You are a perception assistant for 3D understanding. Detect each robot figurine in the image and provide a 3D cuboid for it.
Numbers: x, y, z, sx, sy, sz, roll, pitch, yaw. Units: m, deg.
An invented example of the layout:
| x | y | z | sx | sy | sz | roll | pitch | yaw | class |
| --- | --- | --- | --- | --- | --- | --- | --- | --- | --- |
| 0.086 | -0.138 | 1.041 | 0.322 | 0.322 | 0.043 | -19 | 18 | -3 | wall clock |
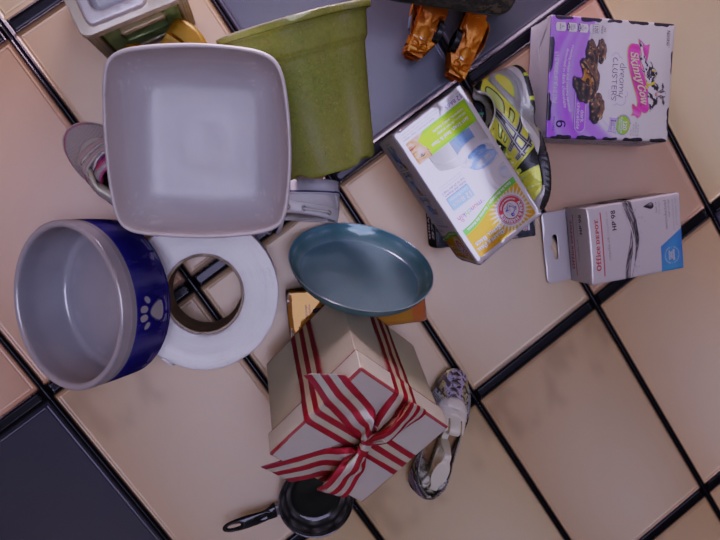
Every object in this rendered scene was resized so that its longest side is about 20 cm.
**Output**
| x | y | z | sx | sy | sz | roll | pitch | yaw | class |
| --- | --- | --- | --- | --- | --- | --- | --- | --- | --- |
| 0.138 | -0.382 | 0.845 | 0.143 | 0.058 | 0.203 | 22 | 92 | -12 | robot figurine |

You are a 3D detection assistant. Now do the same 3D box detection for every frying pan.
| x | y | z | sx | sy | sz | roll | pitch | yaw | class |
| --- | --- | --- | --- | --- | --- | --- | --- | --- | --- |
| -0.096 | 0.363 | 0.893 | 0.189 | 0.031 | 0.116 | -35 | 101 | -2 | frying pan |

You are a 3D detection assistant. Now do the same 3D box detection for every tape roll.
| x | y | z | sx | sy | sz | roll | pitch | yaw | class |
| --- | --- | --- | --- | --- | --- | --- | --- | --- | --- |
| -0.211 | 0.029 | 0.818 | 0.198 | 0.071 | 0.207 | -1 | 96 | -11 | tape roll |

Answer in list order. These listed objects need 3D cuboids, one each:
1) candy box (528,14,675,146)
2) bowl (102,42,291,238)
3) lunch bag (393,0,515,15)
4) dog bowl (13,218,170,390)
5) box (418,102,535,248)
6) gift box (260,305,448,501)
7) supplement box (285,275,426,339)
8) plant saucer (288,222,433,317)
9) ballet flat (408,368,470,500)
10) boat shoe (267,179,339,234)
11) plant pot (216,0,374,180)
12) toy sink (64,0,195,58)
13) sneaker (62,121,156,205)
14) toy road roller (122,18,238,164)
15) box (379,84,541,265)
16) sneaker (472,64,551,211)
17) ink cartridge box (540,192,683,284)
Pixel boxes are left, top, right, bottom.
| x | y | z | sx | sy | sz | roll | pitch | yaw | class |
| --- | --- | --- | --- | --- | --- | --- | --- | --- | --- |
| 0.353 | -0.276 | 0.888 | 0.195 | 0.072 | 0.172 | -1 | 96 | -10 | candy box |
| -0.176 | -0.143 | 0.673 | 0.195 | 0.075 | 0.204 | -1 | 103 | -6 | bowl |
| 0.120 | -0.433 | 0.742 | 0.195 | 0.140 | 0.171 | 6 | 72 | -1 | lunch bag |
| -0.333 | 0.038 | 0.741 | 0.196 | 0.078 | 0.205 | 4 | 98 | 27 | dog bowl |
| 0.171 | -0.142 | 0.882 | 0.155 | 0.046 | 0.205 | -8 | 97 | -9 | box |
| -0.025 | 0.166 | 0.768 | 0.198 | 0.188 | 0.185 | 31 | 110 | -28 | gift box |
| -0.008 | 0.048 | 0.860 | 0.196 | 0.069 | 0.068 | -7 | 97 | -11 | supplement box |
| 0.000 | 0.000 | 0.805 | 0.196 | 0.202 | 0.028 | 4 | 126 | -11 | plant saucer |
| 0.128 | 0.252 | 0.904 | 0.071 | 0.072 | 0.204 | 16 | 92 | -11 | ballet flat |
| -0.123 | -0.084 | 0.823 | 0.196 | 0.071 | 0.071 | -3 | 87 | -16 | boat shoe |
| -0.062 | -0.224 | 0.771 | 0.197 | 0.201 | 0.188 | -17 | 109 | -8 | plant pot |
| -0.280 | -0.337 | 0.702 | 0.129 | 0.200 | 0.114 | -26 | 99 | -7 | toy sink |
| -0.307 | -0.131 | 0.752 | 0.199 | 0.088 | 0.082 | 36 | 81 | 16 | sneaker |
| -0.215 | -0.219 | 0.767 | 0.198 | 0.123 | 0.148 | 29 | 84 | -12 | toy road roller |
| 0.131 | -0.123 | 0.801 | 0.112 | 0.101 | 0.202 | -36 | 100 | -3 | box |
| 0.209 | -0.175 | 0.831 | 0.075 | 0.075 | 0.204 | -15 | 87 | -2 | sneaker |
| 0.386 | -0.046 | 0.920 | 0.196 | 0.067 | 0.118 | -10 | 98 | -9 | ink cartridge box |
